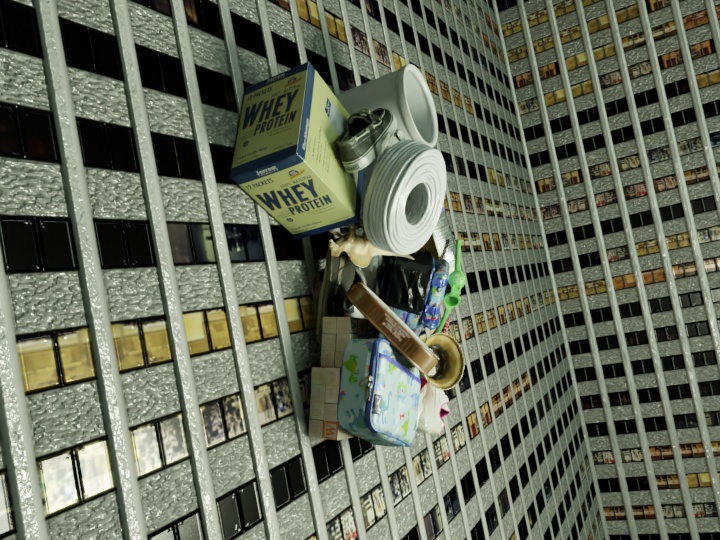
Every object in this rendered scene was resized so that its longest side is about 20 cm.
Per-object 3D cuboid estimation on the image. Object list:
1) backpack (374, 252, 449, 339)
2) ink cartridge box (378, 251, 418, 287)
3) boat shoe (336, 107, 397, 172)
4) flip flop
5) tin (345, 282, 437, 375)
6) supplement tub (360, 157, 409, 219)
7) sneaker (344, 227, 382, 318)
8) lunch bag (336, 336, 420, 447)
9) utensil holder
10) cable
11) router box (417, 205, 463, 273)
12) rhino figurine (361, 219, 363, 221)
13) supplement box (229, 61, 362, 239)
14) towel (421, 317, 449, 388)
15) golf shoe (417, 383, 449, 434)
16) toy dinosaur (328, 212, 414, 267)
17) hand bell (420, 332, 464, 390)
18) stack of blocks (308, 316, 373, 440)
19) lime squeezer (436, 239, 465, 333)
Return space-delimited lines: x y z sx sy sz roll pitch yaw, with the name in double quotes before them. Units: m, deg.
"backpack" 0.094 0.071 1.342 0.183 0.133 0.203 -56 158 -79
"ink cartridge box" 0.093 0.036 1.459 0.039 0.098 0.203 -22 97 -63
"boat shoe" 0.012 -0.246 1.162 0.064 0.070 0.201 64 30 -28
"flip flop" -0.058 0.037 1.220 0.081 0.057 0.203 21 75 -54
"tin" 0.056 0.098 1.160 0.200 0.042 0.112 45 -2 1
"supplement tub" 0.074 -0.167 1.327 0.199 0.121 0.124 -21 98 -53
"sneaker" 0.000 0.000 1.320 0.071 0.072 0.203 45 42 -57
"lunch bag" 0.036 0.207 1.139 0.200 0.081 0.163 44 48 -54
"utensil holder" 0.040 -0.313 1.398 0.170 0.198 0.172 34 49 -52
"cable" 0.083 -0.127 1.178 0.199 0.069 0.203 16 95 -58
"router box" 0.134 -0.063 1.485 0.052 0.199 0.159 -24 104 -23
"rhino figurine" 0.037 -0.134 1.452 0.088 0.059 0.201 50 19 -24
"supplement box" -0.099 -0.200 1.148 0.200 0.133 0.203 44 41 -48
"towel" 0.133 0.202 1.442 0.022 0.145 0.201 33 37 -3
"golf shoe" 0.156 0.279 1.471 0.201 0.090 0.076 -67 169 -45
"toy dinosaur" 0.002 -0.052 1.232 0.198 0.058 0.103 3 65 -40
"hand bell" 0.104 0.188 1.322 0.103 0.199 0.106 7 75 -29
"stack of blocks" -0.031 0.183 1.158 0.115 0.058 0.203 14 77 -60
"lime squeezer" 0.184 0.039 1.371 0.037 0.071 0.203 8 98 -24
